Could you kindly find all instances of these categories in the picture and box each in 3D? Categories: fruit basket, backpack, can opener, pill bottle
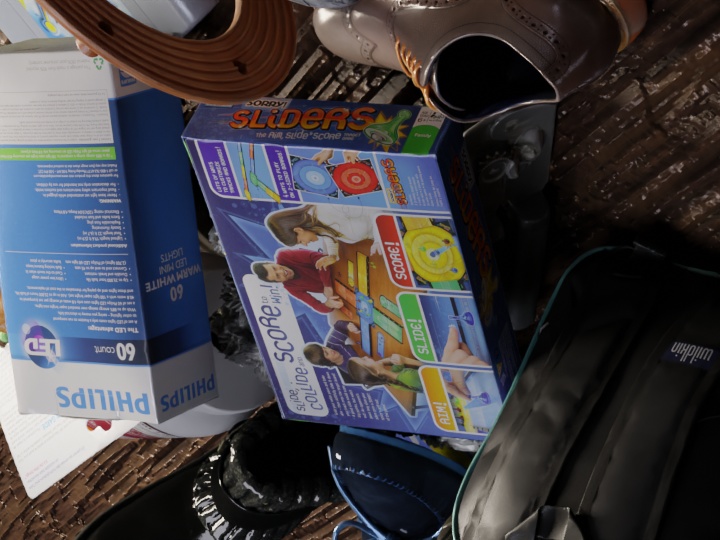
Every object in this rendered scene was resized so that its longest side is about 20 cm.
[{"bbox_3d":[-0.175,0.009,1.440,0.185,0.093,0.201,-36,75,42],"label":"fruit basket"},{"bbox_3d":[0.149,0.107,1.196,0.175,0.200,0.154,16,150,36],"label":"backpack"},{"bbox_3d":[0.065,-0.037,1.261,0.067,0.053,0.200,59,164,27],"label":"can opener"},{"bbox_3d":[-0.117,0.047,1.516,0.113,0.113,0.200,46,158,-16],"label":"pill bottle"}]

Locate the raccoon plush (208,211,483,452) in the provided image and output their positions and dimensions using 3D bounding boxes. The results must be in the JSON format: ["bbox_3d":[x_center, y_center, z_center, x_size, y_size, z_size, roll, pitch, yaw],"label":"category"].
[{"bbox_3d":[0.000,0.000,1.316,0.199,0.097,0.134,20,144,8],"label":"raccoon plush"}]

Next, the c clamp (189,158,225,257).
[{"bbox_3d":[-0.081,-0.047,1.437,0.199,0.027,0.171,11,143,44],"label":"c clamp"}]

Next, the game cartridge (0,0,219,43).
[{"bbox_3d":[-0.161,-0.172,1.334,0.199,0.041,0.133,-2,137,53],"label":"game cartridge"}]

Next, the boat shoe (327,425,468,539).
[{"bbox_3d":[0.037,0.144,1.383,0.084,0.069,0.200,16,166,33],"label":"boat shoe"}]

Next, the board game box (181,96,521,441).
[{"bbox_3d":[0.001,0.002,1.221,0.134,0.035,0.201,5,136,23],"label":"board game box"}]

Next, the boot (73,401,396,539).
[{"bbox_3d":[-0.085,0.146,1.448,0.080,0.211,0.158,53,159,-4],"label":"boot"}]

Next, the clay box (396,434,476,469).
[{"bbox_3d":[0.039,0.092,1.484,0.199,0.048,0.115,1,136,53],"label":"clay box"}]

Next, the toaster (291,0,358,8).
[{"bbox_3d":[-0.047,-0.197,1.062,0.129,0.114,0.201,24,149,23],"label":"toaster"}]

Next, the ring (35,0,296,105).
[{"bbox_3d":[-0.111,-0.154,1.137,0.200,0.201,0.019,43,122,-10],"label":"ring"}]

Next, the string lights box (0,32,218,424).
[{"bbox_3d":[-0.144,-0.023,1.316,0.102,0.059,0.202,2,105,34],"label":"string lights box"}]

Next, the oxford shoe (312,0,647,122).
[{"bbox_3d":[0.037,-0.110,1.135,0.199,0.073,0.071,3,139,50],"label":"oxford shoe"}]

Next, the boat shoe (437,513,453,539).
[{"bbox_3d":[0.109,0.206,1.285,0.201,0.075,0.074,63,-175,37],"label":"boat shoe"}]
